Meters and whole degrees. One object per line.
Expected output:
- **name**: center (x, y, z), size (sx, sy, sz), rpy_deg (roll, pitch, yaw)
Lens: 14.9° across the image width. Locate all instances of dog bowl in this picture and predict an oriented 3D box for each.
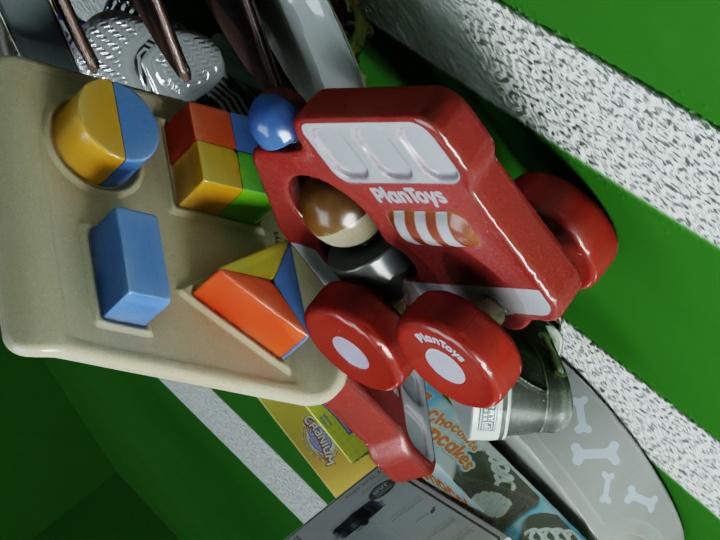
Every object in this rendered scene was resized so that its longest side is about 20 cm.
- **dog bowl**: center (0.123, 0.122, 1.702), size (0.200, 0.059, 0.200), rpy_deg (48, 168, 14)

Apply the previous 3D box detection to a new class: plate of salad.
- **plate of salad**: center (-0.029, -0.152, 1.492), size (0.201, 0.048, 0.200), rpy_deg (61, 172, 14)

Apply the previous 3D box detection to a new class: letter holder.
- **letter holder**: center (-0.124, -0.162, 1.548), size (0.200, 0.100, 0.143), rpy_deg (-124, 12, -65)

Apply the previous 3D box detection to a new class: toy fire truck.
- **toy fire truck**: center (-0.011, 0.009, 1.627), size (0.168, 0.112, 0.201), rpy_deg (50, -155, -51)
- **toy fire truck**: center (0.022, -0.030, 1.402), size (0.200, 0.112, 0.168), rpy_deg (6, 139, 53)

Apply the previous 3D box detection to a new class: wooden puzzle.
- **wooden puzzle**: center (-0.102, -0.027, 1.467), size (0.046, 0.199, 0.186), rpy_deg (-44, 47, 43)

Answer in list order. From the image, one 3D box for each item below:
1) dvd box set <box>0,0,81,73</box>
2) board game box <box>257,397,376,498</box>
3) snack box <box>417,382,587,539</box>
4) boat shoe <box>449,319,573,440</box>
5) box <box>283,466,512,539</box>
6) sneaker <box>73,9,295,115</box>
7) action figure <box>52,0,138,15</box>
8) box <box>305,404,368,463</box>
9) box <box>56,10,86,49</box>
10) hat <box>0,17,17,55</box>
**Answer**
- **dvd box set**: center (-0.214, -0.201, 1.555), size (0.147, 0.029, 0.200), rpy_deg (70, 174, -50)
- **board game box**: center (-0.021, 0.090, 1.941), size (0.200, 0.040, 0.153), rpy_deg (51, -165, 3)
- **snack box**: center (0.086, 0.154, 1.702), size (0.200, 0.037, 0.116), rpy_deg (45, 166, 33)
- **boat shoe**: center (0.084, 0.048, 1.588), size (0.200, 0.063, 0.071), rpy_deg (-102, 16, -67)
- **box**: center (0.023, 0.195, 1.683), size (0.060, 0.117, 0.200), rpy_deg (56, 167, -20)
- **sneaker**: center (-0.105, -0.112, 1.710), size (0.200, 0.075, 0.115), rpy_deg (25, -173, -31)
- **action figure**: center (-0.220, -0.225, 1.884), size (0.119, 0.102, 0.200), rpy_deg (46, 172, -33)
- **box**: center (-0.009, 0.064, 1.871), size (0.117, 0.048, 0.200), rpy_deg (51, -168, 3)
- **box**: center (-0.163, -0.085, 1.885), size (0.183, 0.105, 0.200), rpy_deg (20, 168, -3)
- **hat**: center (-0.238, -0.152, 1.727), size (0.200, 0.081, 0.201), rpy_deg (34, 133, 47)
